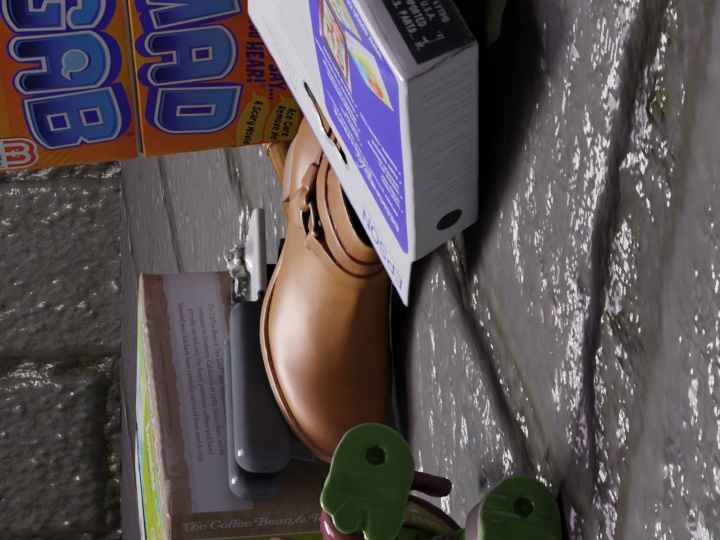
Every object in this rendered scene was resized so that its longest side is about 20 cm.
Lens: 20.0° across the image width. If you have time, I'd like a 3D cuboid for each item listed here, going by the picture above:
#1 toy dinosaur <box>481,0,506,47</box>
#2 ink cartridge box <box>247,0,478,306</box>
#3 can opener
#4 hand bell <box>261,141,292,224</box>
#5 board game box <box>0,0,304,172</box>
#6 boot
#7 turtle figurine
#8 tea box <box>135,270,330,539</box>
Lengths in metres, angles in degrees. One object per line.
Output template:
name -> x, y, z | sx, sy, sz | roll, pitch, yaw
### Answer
toy dinosaur -> 0.033, -0.202, 0.845 | 0.088, 0.047, 0.201 | -40, 75, 49
ink cartridge box -> -0.005, -0.113, 0.934 | 0.200, 0.043, 0.199 | 89, 156, -62
can opener -> -0.051, 0.044, 1.196 | 0.053, 0.066, 0.201 | 102, 171, -46
hand bell -> -0.050, -0.077, 1.332 | 0.104, 0.104, 0.201 | 100, 151, -49
board game box -> -0.143, -0.203, 1.173 | 0.200, 0.199, 0.201 | 93, 169, -58
boot -> 0.000, 0.000, 1.083 | 0.155, 0.076, 0.201 | 153, 121, -74
turtle figurine -> 0.004, 0.160, 0.875 | 0.144, 0.200, 0.194 | 48, 152, 14
tea box -> -0.070, 0.134, 1.283 | 0.201, 0.133, 0.197 | -103, 15, -45
